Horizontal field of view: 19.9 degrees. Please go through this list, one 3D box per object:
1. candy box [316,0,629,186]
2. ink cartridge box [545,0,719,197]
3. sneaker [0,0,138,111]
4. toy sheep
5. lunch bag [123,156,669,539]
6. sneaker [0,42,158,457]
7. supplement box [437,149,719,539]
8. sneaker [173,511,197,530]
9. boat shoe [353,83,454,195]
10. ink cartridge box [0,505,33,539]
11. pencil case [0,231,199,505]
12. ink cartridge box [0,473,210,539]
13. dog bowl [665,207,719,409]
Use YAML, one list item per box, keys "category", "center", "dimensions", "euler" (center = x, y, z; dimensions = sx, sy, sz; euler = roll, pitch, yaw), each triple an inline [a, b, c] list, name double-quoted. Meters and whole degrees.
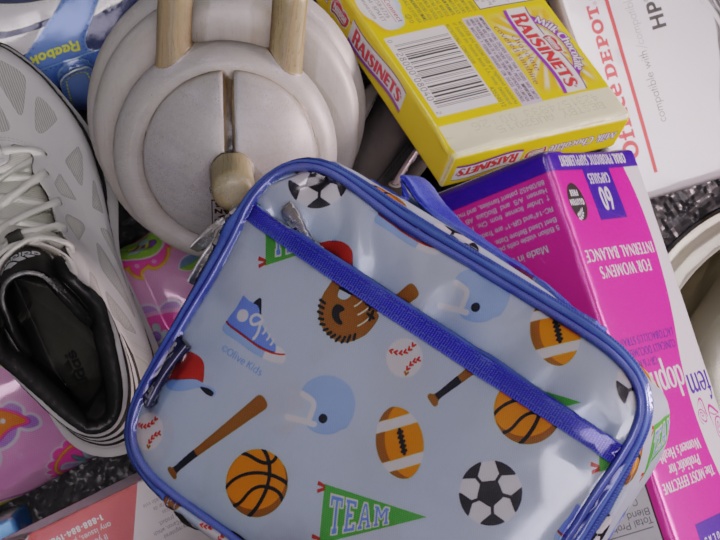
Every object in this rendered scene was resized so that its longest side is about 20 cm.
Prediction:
- category: "candy box"
  center: [0.031, -0.127, 0.958]
  dimensions: [0.102, 0.027, 0.201]
  euler: [-13, 56, -32]
- category: "ink cartridge box"
  center: [0.158, -0.100, 1.006]
  dimensions: [0.198, 0.067, 0.117]
  euler: [-17, 91, -5]
- category: "sneaker"
  center: [-0.152, -0.104, 0.984]
  dimensions: [0.200, 0.074, 0.082]
  euler: [-42, 95, -3]
- category: "toy sheep"
  center: [-0.059, -0.072, 0.911]
  dimensions: [0.136, 0.200, 0.139]
  euler: [0, 111, 1]
- category: "lunch bag"
  center: [0.012, 0.052, 0.799]
  dimensions: [0.199, 0.075, 0.161]
  euler: [33, 94, 19]
- category: "sneaker"
  center: [-0.137, -0.019, 0.887]
  dimensions: [0.075, 0.115, 0.202]
  euler: [-24, 83, -5]
- category: "supplement box"
  center: [0.093, 0.056, 0.925]
  dimensions: [0.103, 0.101, 0.202]
  euler: [-20, 84, 29]
- category: "sneaker"
  center: [0.005, 0.094, 0.867]
  dimensions: [0.198, 0.074, 0.081]
  euler: [-13, 76, 27]
- category: "boat shoe"
  center: [0.000, 0.000, 0.973]
  dimensions: [0.056, 0.067, 0.201]
  euler: [14, 67, 16]
- category: "ink cartridge box"
  center: [-0.176, 0.228, 0.979]
  dimensions: [0.115, 0.067, 0.202]
  euler: [-23, 91, -6]
- category: "pencil case"
  center: [-0.134, 0.044, 0.980]
  dimensions: [0.199, 0.087, 0.088]
  euler: [-31, 92, -5]
- category: "ink cartridge box"
  center: [-0.077, 0.193, 0.944]
  dimensions: [0.116, 0.067, 0.202]
  euler: [-23, 91, -30]
- category: "dog bowl"
  center: [0.213, 0.060, 1.014]
  dimensions: [0.198, 0.074, 0.202]
  euler: [0, 90, -5]
